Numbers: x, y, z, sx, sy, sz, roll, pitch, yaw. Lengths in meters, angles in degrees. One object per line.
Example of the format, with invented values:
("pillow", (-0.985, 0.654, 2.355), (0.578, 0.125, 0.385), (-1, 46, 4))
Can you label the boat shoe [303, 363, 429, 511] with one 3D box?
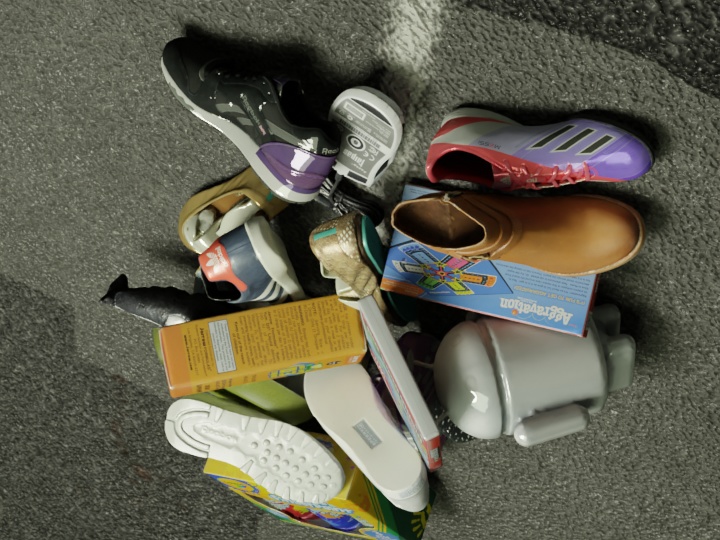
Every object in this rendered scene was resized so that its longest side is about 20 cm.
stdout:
("boat shoe", (0.010, 0.164, 1.796), (0.200, 0.072, 0.069), (44, 165, 38))

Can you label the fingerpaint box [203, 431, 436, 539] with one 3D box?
("fingerpaint box", (-0.045, 0.237, 1.974), (0.200, 0.074, 0.167), (6, 157, 35))

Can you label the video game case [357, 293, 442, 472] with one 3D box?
("video game case", (0.039, 0.110, 1.674), (0.200, 0.017, 0.143), (76, 168, -75))

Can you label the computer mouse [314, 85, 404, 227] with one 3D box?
("computer mouse", (-0.001, -0.113, 1.636), (0.110, 0.044, 0.200), (36, 148, 1))

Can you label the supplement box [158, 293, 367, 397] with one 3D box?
("supplement box", (-0.096, 0.073, 1.759), (0.199, 0.069, 0.067), (-12, 169, -7))

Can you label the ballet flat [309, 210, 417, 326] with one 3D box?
("ballet flat", (0.000, 0.000, 1.701), (0.065, 0.071, 0.200), (-8, 151, 14))

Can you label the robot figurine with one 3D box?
("robot figurine", (0.154, 0.091, 1.655), (0.199, 0.170, 0.113), (-13, 133, -7))

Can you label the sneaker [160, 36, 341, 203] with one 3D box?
("sneaker", (-0.092, -0.159, 1.611), (0.200, 0.076, 0.088), (43, 129, 13))

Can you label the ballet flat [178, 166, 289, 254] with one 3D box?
("ballet flat", (-0.138, -0.052, 1.776), (0.069, 0.063, 0.200), (41, 142, -12))

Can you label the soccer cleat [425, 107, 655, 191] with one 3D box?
("soccer cleat", (0.152, -0.094, 1.525), (0.199, 0.073, 0.068), (9, 136, 26))

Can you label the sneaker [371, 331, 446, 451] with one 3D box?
("sneaker", (0.038, 0.134, 1.859), (0.088, 0.081, 0.200), (24, 144, 21))

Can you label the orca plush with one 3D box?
("orca plush", (-0.166, 0.033, 1.851), (0.200, 0.071, 0.105), (21, -177, 23))

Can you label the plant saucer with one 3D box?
("plant saucer", (-0.139, 0.120, 1.903), (0.200, 0.031, 0.200), (26, 169, 5))

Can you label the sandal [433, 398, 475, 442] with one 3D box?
("sandal", (0.158, 0.120, 1.786), (0.200, 0.043, 0.076), (-16, 98, 40))

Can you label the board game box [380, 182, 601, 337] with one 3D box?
("board game box", (0.123, -0.010, 1.626), (0.199, 0.103, 0.019), (13, 178, 22))

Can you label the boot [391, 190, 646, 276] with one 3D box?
("boot", (0.134, -0.033, 1.529), (0.199, 0.074, 0.155), (0, 179, 22))

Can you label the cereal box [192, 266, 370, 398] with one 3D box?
("cereal box", (-0.088, 0.073, 1.901), (0.200, 0.040, 0.144), (26, 141, 8))

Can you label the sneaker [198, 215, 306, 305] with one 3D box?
("sneaker", (-0.110, 0.005, 1.752), (0.200, 0.084, 0.075), (61, -176, -69))

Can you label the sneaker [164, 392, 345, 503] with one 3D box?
("sneaker", (-0.104, 0.179, 1.868), (0.200, 0.080, 0.077), (26, 98, 7))
